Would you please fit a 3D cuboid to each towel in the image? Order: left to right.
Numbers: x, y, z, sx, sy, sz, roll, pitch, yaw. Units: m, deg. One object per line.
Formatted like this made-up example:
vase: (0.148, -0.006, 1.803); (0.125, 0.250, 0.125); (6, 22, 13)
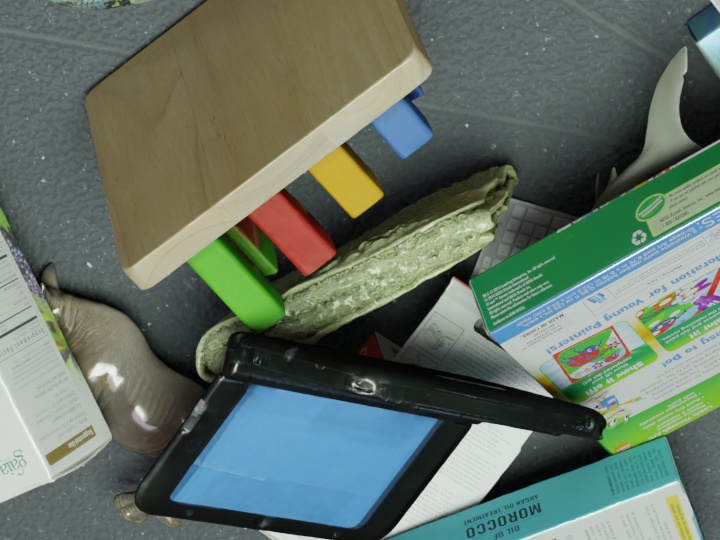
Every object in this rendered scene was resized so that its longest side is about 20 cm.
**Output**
towel: (0.000, 0.000, 1.626); (0.199, 0.148, 0.037); (-29, 95, 12)

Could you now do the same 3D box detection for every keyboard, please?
keyboard: (0.079, 0.051, 1.718); (0.056, 0.011, 0.201); (17, 110, -8)

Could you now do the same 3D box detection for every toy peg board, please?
toy peg board: (-0.040, -0.079, 1.575); (0.199, 0.200, 0.098); (-36, 123, 11)

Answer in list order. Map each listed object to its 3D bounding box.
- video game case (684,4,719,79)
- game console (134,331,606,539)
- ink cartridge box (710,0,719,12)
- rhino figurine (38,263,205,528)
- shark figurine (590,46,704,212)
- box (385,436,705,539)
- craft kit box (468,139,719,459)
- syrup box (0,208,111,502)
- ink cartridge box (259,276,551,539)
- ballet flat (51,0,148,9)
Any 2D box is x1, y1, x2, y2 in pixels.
video game case: (0.324, -0.127, 1.641); (0.200, 0.045, 0.182); (-35, 107, 11)
game console: (0.007, 0.108, 1.570); (0.199, 0.175, 0.117); (12, 91, -42)
ink cartridge box: (0.267, -0.224, 1.554); (0.200, 0.083, 0.145); (-38, 80, 11)
rhino figurine: (-0.158, 0.068, 1.691); (0.200, 0.060, 0.087); (43, 109, -8)
shark figurine: (0.159, -0.035, 1.641); (0.127, 0.090, 0.215); (-16, 145, 3)
box: (0.107, 0.177, 1.684); (0.199, 0.049, 0.083); (-20, 120, 6)
craft kit box: (0.190, 0.014, 1.599); (0.199, 0.049, 0.198); (-29, 142, 13)
syrup box: (-0.233, 0.036, 1.630); (0.078, 0.081, 0.201); (-24, 96, 27)
ink cartridge box: (0.033, 0.098, 1.701); (0.109, 0.050, 0.200); (32, 104, -20)
ballet flat: (-0.089, -0.190, 1.590); (0.199, 0.074, 0.075); (-7, 111, 9)
